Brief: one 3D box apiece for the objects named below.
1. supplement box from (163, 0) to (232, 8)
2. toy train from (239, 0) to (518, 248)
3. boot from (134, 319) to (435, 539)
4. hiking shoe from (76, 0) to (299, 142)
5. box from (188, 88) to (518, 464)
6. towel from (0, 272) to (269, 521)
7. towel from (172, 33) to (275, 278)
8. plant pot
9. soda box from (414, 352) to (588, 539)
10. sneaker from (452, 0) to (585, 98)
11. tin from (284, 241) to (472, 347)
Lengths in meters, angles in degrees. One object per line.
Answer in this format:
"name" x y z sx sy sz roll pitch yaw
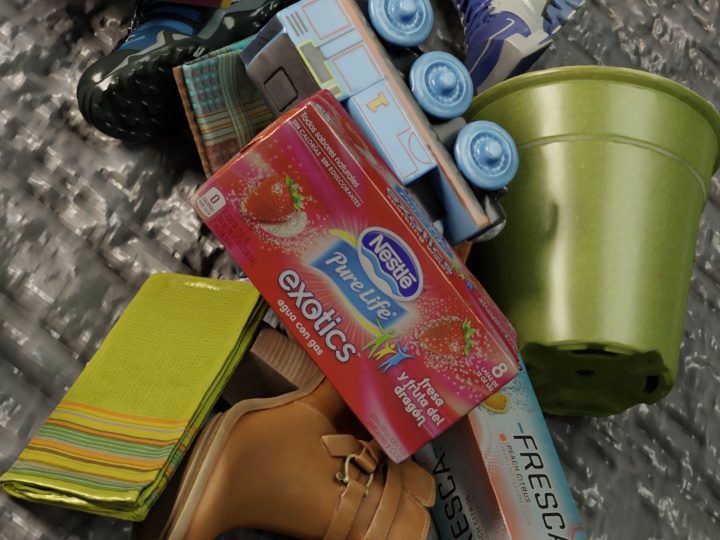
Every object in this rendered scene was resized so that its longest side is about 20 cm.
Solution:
"supplement box" -0.148 -0.280 1.155 0.103 0.132 0.200 0 35 -40
"toy train" 0.015 -0.095 1.129 0.114 0.087 0.201 -31 90 -29
"boot" -0.034 0.134 1.010 0.155 0.074 0.200 42 42 -12
"hiking shoe" -0.128 -0.147 1.175 0.086 0.075 0.200 29 39 23
"box" 0.000 0.000 1.043 0.200 0.095 0.100 52 10 -5
"towel" -0.121 0.063 0.995 0.085 0.018 0.200 8 38 17
"towel" -0.038 -0.093 1.187 0.200 0.022 0.148 -29 104 -51
"plant pot" 0.155 -0.007 1.225 0.199 0.200 0.191 21 59 -27
"soda box" 0.090 0.151 1.109 0.068 0.064 0.201 4 56 -37
"sneaker" 0.102 -0.211 1.417 0.115 0.081 0.200 41 33 -1
"tin" 0.012 -0.014 1.165 0.112 0.042 0.201 37 54 -23
